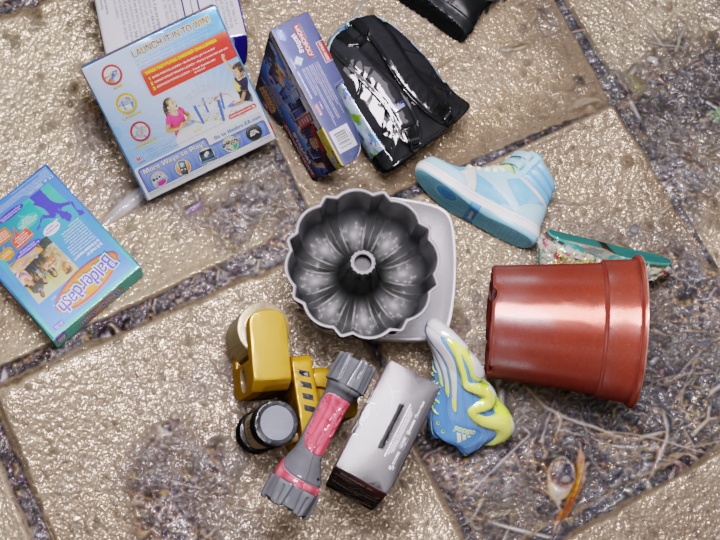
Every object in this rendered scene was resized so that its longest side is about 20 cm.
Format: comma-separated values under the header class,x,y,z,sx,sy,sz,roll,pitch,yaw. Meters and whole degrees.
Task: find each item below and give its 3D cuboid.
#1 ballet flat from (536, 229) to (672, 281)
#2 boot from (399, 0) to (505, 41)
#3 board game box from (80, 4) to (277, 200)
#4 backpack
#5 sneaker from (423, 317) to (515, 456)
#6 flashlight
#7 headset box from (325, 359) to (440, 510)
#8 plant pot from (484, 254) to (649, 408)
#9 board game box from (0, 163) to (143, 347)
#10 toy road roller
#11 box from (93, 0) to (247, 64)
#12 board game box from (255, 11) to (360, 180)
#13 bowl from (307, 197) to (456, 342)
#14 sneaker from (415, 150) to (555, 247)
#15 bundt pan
class,x,y,z,sx,sy,sz,roll,pitch,yaw
ballet flat,0.334,-0.008,1.590,0.199,0.076,0.064,13,109,-9
boot,0.135,-0.455,1.706,0.198,0.073,0.163,38,75,-1
board game box,-0.244,-0.228,1.543,0.199,0.056,0.197,-26,108,-5
backpack,0.027,-0.259,1.608,0.163,0.154,0.200,-40,102,-13
sneaker,0.118,0.162,1.480,0.105,0.076,0.200,-36,107,-3
flashlight,-0.046,0.196,1.374,0.067,0.068,0.201,23,79,28
headset box,0.026,0.207,1.419,0.075,0.200,0.149,27,71,4
plant pot,0.264,0.074,1.499,0.194,0.201,0.202,4,72,5
board game box,-0.414,-0.021,1.529,0.152,0.045,0.200,-41,80,-16
toy road roller,-0.088,0.143,1.474,0.145,0.123,0.201,-5,78,-20
box,-0.275,-0.376,1.624,0.199,0.105,0.185,-12,75,-8
board game box,-0.076,-0.231,1.570,0.061,0.200,0.201,-30,97,-16
bowl,0.028,0.004,1.550,0.199,0.075,0.201,5,72,-3
sneaker,0.183,-0.132,1.608,0.199,0.080,0.131,31,74,-5
bundt pan,0.000,0.000,1.470,0.200,0.076,0.203,1,73,-5
